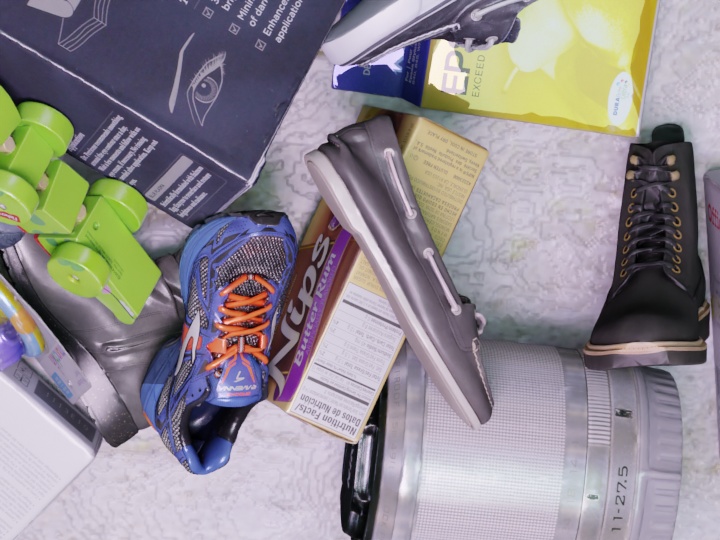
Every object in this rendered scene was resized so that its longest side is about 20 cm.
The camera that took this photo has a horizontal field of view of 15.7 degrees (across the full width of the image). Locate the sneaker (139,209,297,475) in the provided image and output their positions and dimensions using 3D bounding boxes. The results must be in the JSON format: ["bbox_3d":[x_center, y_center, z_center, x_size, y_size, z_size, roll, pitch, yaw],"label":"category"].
[{"bbox_3d":[-0.078,0.045,1.608,0.075,0.079,0.200,-1,131,-23],"label":"sneaker"}]

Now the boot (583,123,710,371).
[{"bbox_3d":[0.178,-0.015,1.632,0.077,0.200,0.139,-1,98,8],"label":"boot"}]

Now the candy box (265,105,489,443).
[{"bbox_3d":[0.000,0.000,1.639,0.056,0.117,0.200,26,89,-19],"label":"candy box"}]

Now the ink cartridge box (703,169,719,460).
[{"bbox_3d":[0.278,0.041,1.672,0.083,0.145,0.200,-7,103,-3],"label":"ink cartridge box"}]

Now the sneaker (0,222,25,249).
[{"bbox_3d":[-0.241,-0.110,1.610,0.086,0.078,0.200,-24,75,-8],"label":"sneaker"}]

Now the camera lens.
[{"bbox_3d":[0.092,0.125,1.670,0.200,0.160,0.160,6,102,-6],"label":"camera lens"}]

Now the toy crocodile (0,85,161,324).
[{"bbox_3d":[-0.186,-0.041,1.564,0.200,0.062,0.068,49,54,-40],"label":"toy crocodile"}]

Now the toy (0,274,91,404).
[{"bbox_3d":[-0.250,0.011,1.623,0.047,0.115,0.200,-37,91,-14],"label":"toy"}]

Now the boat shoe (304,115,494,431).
[{"bbox_3d":[0.039,0.001,1.556,0.057,0.067,0.200,-32,102,-7],"label":"boat shoe"}]

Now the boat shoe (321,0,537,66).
[{"bbox_3d":[0.072,-0.166,1.609,0.200,0.072,0.068,-30,105,-10],"label":"boat shoe"}]

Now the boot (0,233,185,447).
[{"bbox_3d":[-0.148,0.005,1.682,0.130,0.068,0.200,-30,110,-2],"label":"boot"}]

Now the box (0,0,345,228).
[{"bbox_3d":[-0.123,-0.166,1.576,0.200,0.117,0.197,31,68,-10],"label":"box"}]

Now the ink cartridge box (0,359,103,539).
[{"bbox_3d":[-0.297,0.107,1.698,0.200,0.044,0.174,42,107,-12],"label":"ink cartridge box"}]

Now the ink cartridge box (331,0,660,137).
[{"bbox_3d":[0.094,-0.195,1.661,0.200,0.047,0.198,6,102,-7],"label":"ink cartridge box"}]
